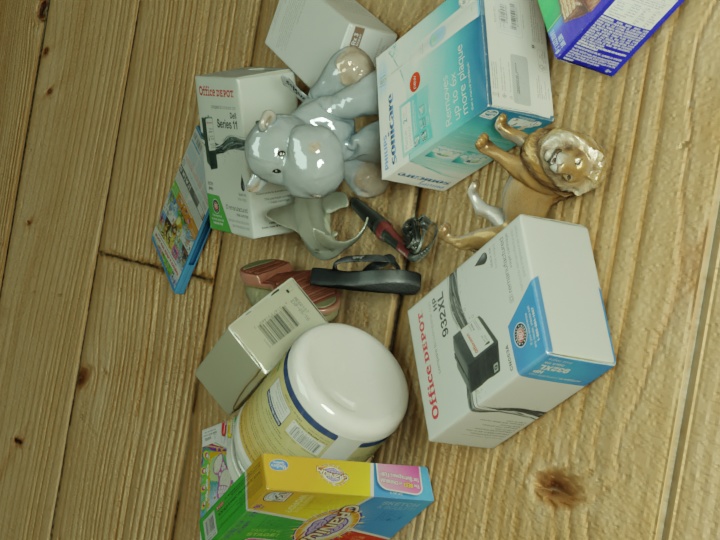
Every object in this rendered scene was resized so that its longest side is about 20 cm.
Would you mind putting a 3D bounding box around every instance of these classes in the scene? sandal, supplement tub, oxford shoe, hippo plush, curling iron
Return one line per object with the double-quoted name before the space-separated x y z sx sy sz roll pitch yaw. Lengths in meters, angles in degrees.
"sandal" -0.001 0.000 1.715 0.200 0.076 0.043 4 85 60
"supplement tub" -0.052 0.167 1.690 0.200 0.143 0.145 -50 42 41
"oxford shoe" -0.078 0.040 1.869 0.200 0.070 0.075 25 129 59
"hippo plush" -0.052 -0.161 1.701 0.199 0.160 0.161 28 118 24
"curling iron" 0.034 -0.052 1.725 0.050 0.025 0.200 -57 27 -1

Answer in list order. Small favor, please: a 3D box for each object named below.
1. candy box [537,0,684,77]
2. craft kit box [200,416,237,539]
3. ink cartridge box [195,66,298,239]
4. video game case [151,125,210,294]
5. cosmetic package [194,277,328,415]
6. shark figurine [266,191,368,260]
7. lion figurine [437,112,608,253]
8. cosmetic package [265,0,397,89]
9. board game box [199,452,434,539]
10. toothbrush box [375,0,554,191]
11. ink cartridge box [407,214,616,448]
"candy box" 0.238 -0.307 1.385 0.200 0.076 0.170 -48 43 42
"craft kit box" -0.140 0.280 1.914 0.200 0.048 0.199 -27 62 55
"ink cartridge box" -0.137 -0.150 1.932 0.146 0.082 0.202 14 111 61
"video game case" -0.246 -0.087 2.223 0.201 0.018 0.143 -64 35 27
"cosmetic package" -0.119 0.092 1.807 0.073 0.103 0.200 50 156 5
"shark figurine" -0.064 -0.055 1.807 0.215 0.089 0.129 -107 34 -56
"lion figurine" 0.156 -0.067 1.471 0.122 0.072 0.201 34 137 15
"cosmetic package" -0.038 -0.279 1.863 0.200 0.073 0.102 50 125 51
"board game box" -0.046 0.249 1.601 0.153 0.198 0.041 -49 43 43
"toothbrush box" 0.102 -0.188 1.580 0.200 0.085 0.148 -31 56 55
"ink cartridge box" 0.137 0.062 1.451 0.200 0.083 0.146 -43 47 47
